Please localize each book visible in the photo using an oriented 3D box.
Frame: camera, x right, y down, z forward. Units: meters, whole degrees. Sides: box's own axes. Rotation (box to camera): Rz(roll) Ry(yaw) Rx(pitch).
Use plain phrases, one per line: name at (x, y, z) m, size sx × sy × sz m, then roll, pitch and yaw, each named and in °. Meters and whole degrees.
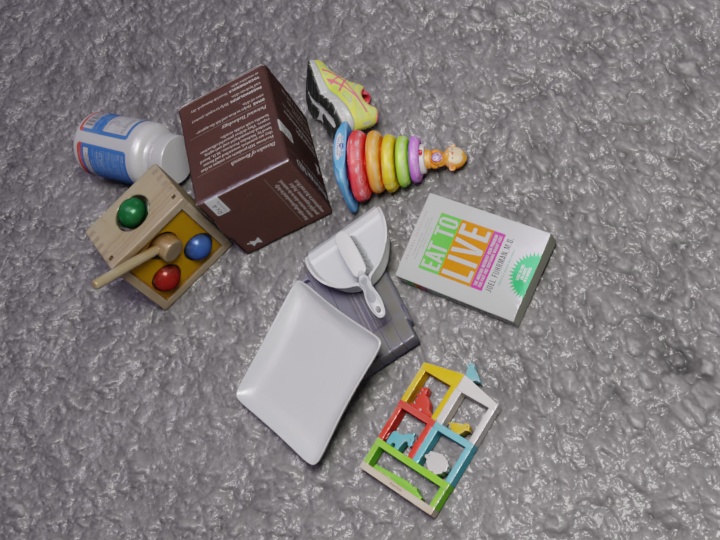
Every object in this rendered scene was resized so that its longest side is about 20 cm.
book at (0.162, -0.016, 1.524) m, size 0.198 × 0.048 × 0.135 m, roll 20°, pitch 79°, yaw 31°

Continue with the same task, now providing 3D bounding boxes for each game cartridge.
game cartridge at (-0.003, 0.057, 1.572) m, size 0.128 × 0.038 × 0.202 m, roll -30°, pitch 56°, yaw 5°

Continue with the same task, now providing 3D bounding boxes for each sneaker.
sneaker at (-0.032, -0.279, 1.740) m, size 0.089 × 0.079 × 0.201 m, roll -12°, pitch 44°, yaw -18°

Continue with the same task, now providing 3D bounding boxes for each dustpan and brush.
dustpan and brush at (0.000, 0.000, 1.542) m, size 0.139 × 0.057 × 0.201 m, roll -34°, pitch 55°, yaw 7°

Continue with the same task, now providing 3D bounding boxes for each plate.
plate at (-0.071, 0.144, 1.535) m, size 0.199 × 0.032 × 0.202 m, roll 33°, pitch 96°, yaw 40°

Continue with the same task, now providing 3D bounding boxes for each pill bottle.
pill bottle at (-0.387, -0.204, 1.844) m, size 0.198 × 0.112 × 0.114 m, roll 15°, pitch 72°, yaw 31°

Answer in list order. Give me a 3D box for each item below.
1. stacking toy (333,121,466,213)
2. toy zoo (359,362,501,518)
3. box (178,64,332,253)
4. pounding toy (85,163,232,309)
stacking toy at (0.062, -0.163, 1.621) m, size 0.196 × 0.110 × 0.118 m, roll -3°, pitch 61°, yaw 12°
toy zoo at (0.101, 0.213, 1.448) m, size 0.130 × 0.020 × 0.202 m, roll 26°, pitch 79°, yaw 34°
box at (-0.166, -0.174, 1.686) m, size 0.162 × 0.166 × 0.202 m, roll -24°, pitch 57°, yaw 12°
pounding toy at (-0.324, -0.039, 1.675) m, size 0.184 × 0.200 × 0.142 m, roll -44°, pitch 55°, yaw 0°
